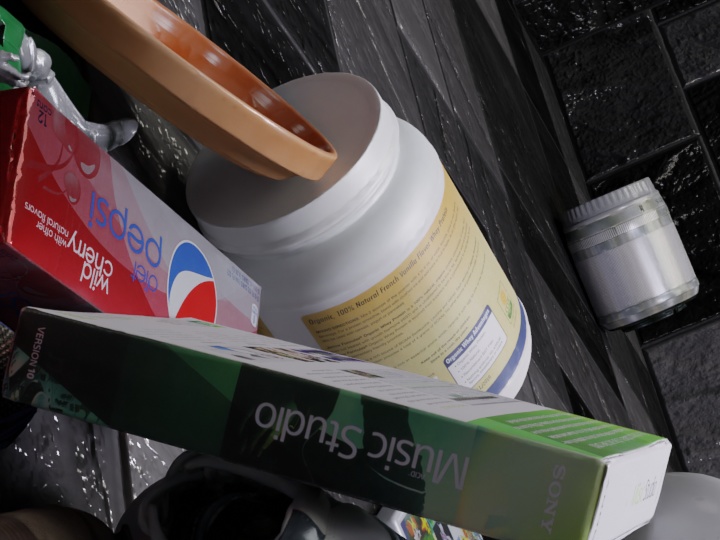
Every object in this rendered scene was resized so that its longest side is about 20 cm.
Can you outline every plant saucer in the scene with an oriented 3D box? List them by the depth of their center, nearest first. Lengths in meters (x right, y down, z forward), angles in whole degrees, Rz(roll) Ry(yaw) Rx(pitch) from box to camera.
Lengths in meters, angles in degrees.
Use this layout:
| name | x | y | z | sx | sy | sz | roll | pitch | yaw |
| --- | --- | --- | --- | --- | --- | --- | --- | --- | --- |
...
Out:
| name | x | y | z | sx | sy | sz | roll | pitch | yaw |
| --- | --- | --- | --- | --- | --- | --- | --- | --- | --- |
| plant saucer | -0.099 | -0.106 | 0.893 | 0.200 | 0.032 | 0.200 | 38 | 7 | -6 |

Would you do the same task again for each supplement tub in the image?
| name | x | y | z | sx | sy | sz | roll | pitch | yaw |
| --- | --- | --- | --- | --- | --- | --- | --- | --- | --- |
| supplement tub | 0.000 | 0.000 | 1.026 | 0.145 | 0.144 | 0.200 | -97 | 160 | -50 |

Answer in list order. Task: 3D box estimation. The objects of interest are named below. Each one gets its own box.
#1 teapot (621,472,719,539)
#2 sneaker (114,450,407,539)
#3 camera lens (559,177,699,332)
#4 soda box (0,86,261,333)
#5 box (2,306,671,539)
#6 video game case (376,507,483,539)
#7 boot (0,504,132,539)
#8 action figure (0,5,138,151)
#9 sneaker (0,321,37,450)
| name | x | y | z | sx | sy | sz | roll | pitch | yaw |
| --- | --- | --- | --- | --- | --- | --- | --- | --- | --- |
| teapot | 0.096 | 0.180 | 0.683 | 0.200 | 0.146 | 0.198 | 105 | -31 | -62 |
| sneaker | -0.045 | 0.090 | 0.628 | 0.071 | 0.073 | 0.200 | 44 | -21 | -23 |
| camera lens | 0.399 | -0.019 | 2.647 | 0.201 | 0.160 | 0.160 | 67 | 13 | 1 |
| soda box | -0.111 | 0.002 | 0.711 | 0.200 | 0.070 | 0.064 | 44 | 46 | -58 |
| box | -0.002 | 0.052 | 0.614 | 0.144 | 0.199 | 0.036 | 10 | 92 | -72 |
| video game case | 0.066 | 0.223 | 1.193 | 0.183 | 0.022 | 0.200 | 67 | 14 | -4 |
| boot | -0.088 | 0.169 | 0.571 | 0.146 | 0.070 | 0.201 | 60 | 20 | -65 |
| action figure | -0.164 | -0.098 | 0.745 | 0.200 | 0.055 | 0.118 | 48 | 25 | -45 |
| sneaker | -0.149 | 0.014 | 0.544 | 0.200 | 0.078 | 0.076 | 40 | 30 | -63 |
